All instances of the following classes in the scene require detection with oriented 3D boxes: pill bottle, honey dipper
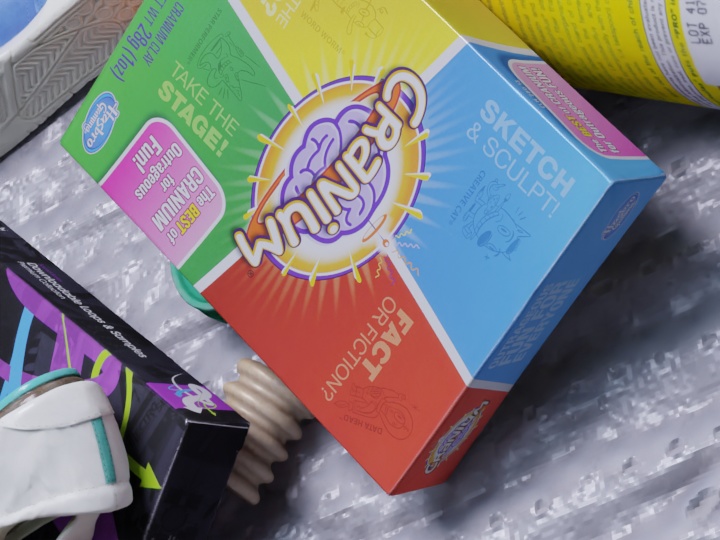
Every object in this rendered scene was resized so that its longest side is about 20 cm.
[{"bbox_3d":[0.095,-0.120,0.976,0.199,0.109,0.110,13,73,43],"label":"pill bottle"},{"bbox_3d":[0.000,0.000,1.038,0.038,0.038,0.200,27,79,45],"label":"honey dipper"}]

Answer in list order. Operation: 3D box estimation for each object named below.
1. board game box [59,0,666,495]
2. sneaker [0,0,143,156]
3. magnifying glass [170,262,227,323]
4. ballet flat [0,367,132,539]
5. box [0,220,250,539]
[{"bbox_3d":[-0.005,-0.042,0.974,0.200,0.040,0.153,45,118,22],"label":"board game box"},{"bbox_3d":[-0.178,-0.123,1.225,0.199,0.077,0.112,-33,53,14],"label":"sneaker"},{"bbox_3d":[-0.063,-0.052,1.110,0.080,0.022,0.200,-51,34,19],"label":"magnifying glass"},{"bbox_3d":[-0.154,0.111,1.015,0.200,0.069,0.070,-39,43,38],"label":"ballet flat"},{"bbox_3d":[-0.132,0.081,1.061,0.200,0.036,0.144,35,110,47],"label":"box"}]
